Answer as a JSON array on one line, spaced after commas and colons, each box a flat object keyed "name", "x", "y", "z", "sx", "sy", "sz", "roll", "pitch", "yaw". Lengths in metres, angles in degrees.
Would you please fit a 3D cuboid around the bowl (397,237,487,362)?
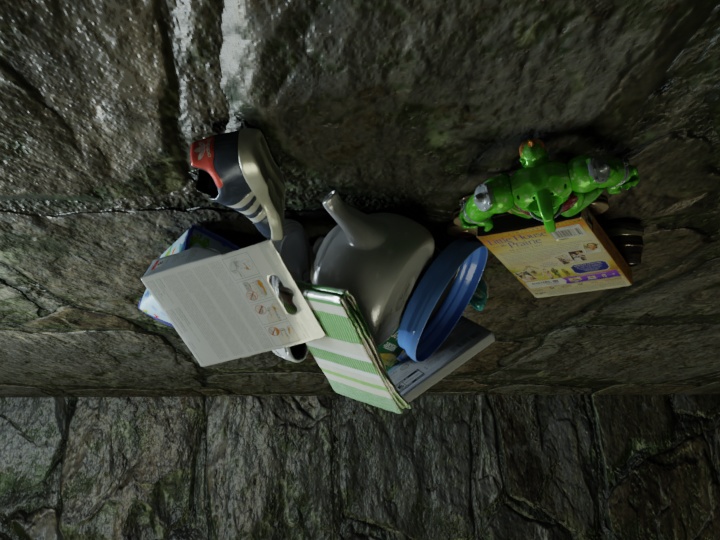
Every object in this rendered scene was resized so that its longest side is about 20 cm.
[{"name": "bowl", "x": 0.121, "y": 0.042, "z": 1.142, "sx": 0.039, "sy": 0.201, "sz": 0.201, "roll": 31, "pitch": 174, "yaw": 20}]

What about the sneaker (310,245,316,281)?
[{"name": "sneaker", "x": -0.127, "y": 0.001, "z": 1.197, "sx": 0.092, "sy": 0.076, "sz": 0.200, "roll": 18, "pitch": 155, "yaw": -38}]

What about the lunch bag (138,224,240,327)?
[{"name": "lunch bag", "x": -0.210, "y": 0.042, "z": 1.161, "sx": 0.200, "sy": 0.128, "sz": 0.170, "roll": 26, "pitch": 155, "yaw": -23}]

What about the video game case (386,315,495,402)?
[{"name": "video game case", "x": 0.095, "y": 0.133, "z": 1.289, "sx": 0.200, "sy": 0.024, "sz": 0.182, "roll": -33, "pitch": -152, "yaw": -17}]

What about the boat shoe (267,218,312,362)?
[{"name": "boat shoe", "x": -0.094, "y": 0.031, "z": 1.070, "sx": 0.072, "sy": 0.200, "sz": 0.068, "roll": 1, "pitch": -167, "yaw": -35}]

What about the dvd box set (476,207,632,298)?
[{"name": "dvd box set", "x": 0.268, "y": -0.023, "z": 1.052, "sx": 0.146, "sy": 0.029, "sz": 0.200, "roll": -11, "pitch": 148, "yaw": 34}]

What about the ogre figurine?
[{"name": "ogre figurine", "x": 0.205, "y": -0.089, "z": 0.853, "sx": 0.200, "sy": 0.098, "sz": 0.120, "roll": 7, "pitch": 178, "yaw": 16}]

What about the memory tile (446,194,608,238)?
[{"name": "memory tile", "x": 0.225, "y": -0.071, "z": 1.058, "sx": 0.200, "sy": 0.017, "sz": 0.153, "roll": 1, "pitch": 164, "yaw": -4}]

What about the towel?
[{"name": "towel", "x": -0.025, "y": 0.098, "z": 1.005, "sx": 0.152, "sy": 0.023, "sz": 0.200, "roll": 8, "pitch": 134, "yaw": 49}]

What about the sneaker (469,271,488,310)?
[{"name": "sneaker", "x": 0.118, "y": 0.036, "z": 1.313, "sx": 0.200, "sy": 0.080, "sz": 0.078, "roll": -2, "pitch": 164, "yaw": 7}]

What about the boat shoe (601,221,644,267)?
[{"name": "boat shoe", "x": 0.350, "y": -0.012, "z": 1.164, "sx": 0.074, "sy": 0.073, "sz": 0.200, "roll": 4, "pitch": 163, "yaw": -16}]

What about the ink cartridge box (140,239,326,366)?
[{"name": "ink cartridge box", "x": -0.161, "y": 0.035, "z": 1.002, "sx": 0.200, "sy": 0.050, "sz": 0.162, "roll": -16, "pitch": 120, "yaw": 21}]

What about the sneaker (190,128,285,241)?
[{"name": "sneaker", "x": -0.136, "y": -0.093, "z": 0.867, "sx": 0.084, "sy": 0.075, "sz": 0.200, "roll": -4, "pitch": 154, "yaw": 5}]

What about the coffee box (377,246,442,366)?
[{"name": "coffee box", "x": 0.073, "y": 0.056, "z": 1.209, "sx": 0.044, "sy": 0.200, "sz": 0.123, "roll": 39, "pitch": -178, "yaw": 26}]

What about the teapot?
[{"name": "teapot", "x": 0.000, "y": 0.000, "z": 1.053, "sx": 0.146, "sy": 0.200, "sz": 0.197, "roll": 27, "pitch": -165, "yaw": 16}]
